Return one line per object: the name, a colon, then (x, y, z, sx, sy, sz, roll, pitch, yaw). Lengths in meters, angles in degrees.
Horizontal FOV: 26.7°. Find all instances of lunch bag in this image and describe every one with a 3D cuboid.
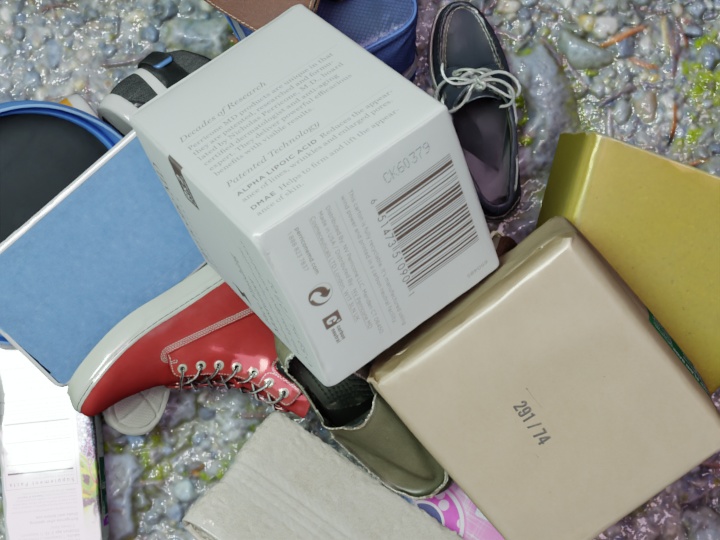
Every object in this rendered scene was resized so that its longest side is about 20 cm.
lunch bag: (-0.034, -0.215, 1.283, 0.136, 0.132, 0.200, -26, 73, -6)

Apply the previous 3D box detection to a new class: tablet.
tablet: (-0.203, -0.012, 1.194, 0.200, 0.014, 0.130, -42, 123, -4)

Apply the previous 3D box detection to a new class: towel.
towel: (-0.025, 0.210, 1.197, 0.200, 0.034, 0.133, 35, 52, 6)

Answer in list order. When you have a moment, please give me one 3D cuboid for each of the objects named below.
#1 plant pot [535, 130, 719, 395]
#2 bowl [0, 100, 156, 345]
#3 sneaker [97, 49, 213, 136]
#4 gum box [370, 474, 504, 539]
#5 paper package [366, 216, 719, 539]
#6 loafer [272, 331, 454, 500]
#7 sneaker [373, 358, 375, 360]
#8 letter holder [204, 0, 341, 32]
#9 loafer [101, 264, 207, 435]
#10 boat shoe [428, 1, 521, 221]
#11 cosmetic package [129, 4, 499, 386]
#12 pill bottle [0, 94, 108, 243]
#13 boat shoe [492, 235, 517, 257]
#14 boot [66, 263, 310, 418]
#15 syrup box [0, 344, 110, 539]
plant pot: (0.233, 0.010, 1.252, 0.194, 0.196, 0.200, 20, 94, -1)
bowl: (-0.261, -0.039, 1.186, 0.200, 0.039, 0.201, -10, 117, -21)
sneaker: (-0.115, -0.112, 1.300, 0.200, 0.073, 0.112, 42, 69, -8)
gum box: (0.052, 0.216, 1.274, 0.200, 0.066, 0.114, -19, 84, -5)
paper package: (0.142, 0.090, 1.139, 0.191, 0.103, 0.200, -38, 99, 14)
loafer: (-0.001, 0.114, 1.179, 0.075, 0.070, 0.200, -36, 108, 23)
sneaker: (0.000, 0.000, 1.300, 0.092, 0.076, 0.200, -6, 92, -12)
letter holder: (-0.084, -0.286, 1.198, 0.200, 0.142, 0.101, 35, 44, 13)
loafer: (-0.178, 0.040, 1.284, 0.072, 0.063, 0.200, 23, 79, -25)
boat shoe: (0.101, -0.143, 1.320, 0.075, 0.062, 0.200, -5, 83, -2)
cosmetic package: (-0.034, -0.059, 1.118, 0.165, 0.165, 0.200, -35, 43, -13)
pill bottle: (-0.285, -0.048, 1.261, 0.200, 0.112, 0.112, -36, 87, -7)
boat shoe: (0.082, 0.056, 1.280, 0.075, 0.075, 0.202, -2, 52, 30)
boot: (-0.121, 0.084, 1.210, 0.200, 0.072, 0.144, -36, 79, -24)
syrup box: (-0.255, 0.154, 1.257, 0.081, 0.079, 0.200, -6, 84, -5)
